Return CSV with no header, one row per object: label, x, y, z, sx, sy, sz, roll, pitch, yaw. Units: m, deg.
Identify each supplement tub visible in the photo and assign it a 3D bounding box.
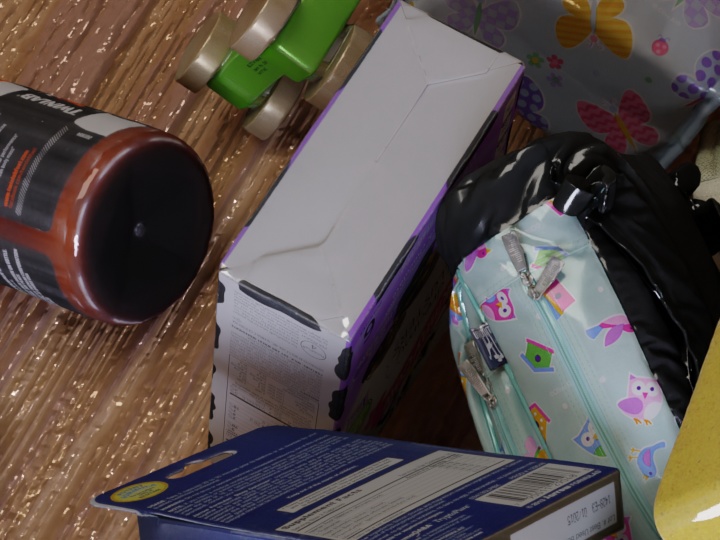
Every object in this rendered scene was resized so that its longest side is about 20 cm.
supplement tub,-0.182,-0.045,1.529,0.199,0.107,0.107,19,63,39

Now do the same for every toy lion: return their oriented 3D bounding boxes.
toy lion,-0.008,-0.174,1.496,0.192,0.069,0.200,-59,13,-13

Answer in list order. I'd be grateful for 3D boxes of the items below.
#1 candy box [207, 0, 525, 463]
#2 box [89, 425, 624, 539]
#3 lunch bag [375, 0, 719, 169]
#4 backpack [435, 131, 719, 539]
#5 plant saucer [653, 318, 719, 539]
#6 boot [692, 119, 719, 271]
candy box,0.000,0.000,1.322,0.071,0.200,0.168,28,63,10
box,-0.005,0.103,1.175,0.199,0.033,0.121,6,18,41
lunch bag,0.131,-0.168,1.405,0.169,0.127,0.200,35,50,0
backpack,0.116,0.050,1.244,0.126,0.167,0.201,-29,74,28
plant saucer,0.241,0.059,1.148,0.201,0.199,0.048,-67,10,-25
boot,0.236,-0.020,1.308,0.154,0.072,0.201,-18,42,15
